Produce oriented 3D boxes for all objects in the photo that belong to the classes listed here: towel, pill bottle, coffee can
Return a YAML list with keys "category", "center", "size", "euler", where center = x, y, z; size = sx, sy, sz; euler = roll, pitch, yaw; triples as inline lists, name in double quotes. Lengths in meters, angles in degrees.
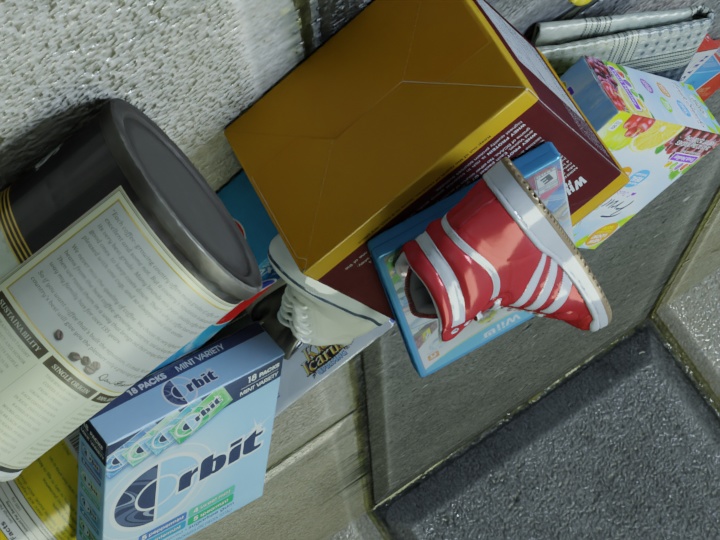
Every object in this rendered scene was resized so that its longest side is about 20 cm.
- category: "towel"
  center: [0.190, -0.155, 1.552]
  size: [0.199, 0.035, 0.193]
  euler: [-13, 152, -21]
- category: "pill bottle"
  center: [-0.280, 0.188, 1.520]
  size: [0.199, 0.113, 0.112]
  euler: [-34, 166, -4]
- category: "coffee can"
  center: [-0.182, 0.013, 1.090]
  size: [0.200, 0.147, 0.146]
  euler: [-37, 166, 8]

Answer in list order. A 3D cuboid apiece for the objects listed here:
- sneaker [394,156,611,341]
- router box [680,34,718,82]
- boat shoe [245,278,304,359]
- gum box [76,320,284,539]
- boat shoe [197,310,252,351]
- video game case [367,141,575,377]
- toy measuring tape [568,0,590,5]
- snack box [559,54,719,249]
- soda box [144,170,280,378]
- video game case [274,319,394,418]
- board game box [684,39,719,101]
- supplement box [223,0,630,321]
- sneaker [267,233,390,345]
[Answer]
- category: "sneaker"
  center: [0.095, 0.010, 1.197]
  size: [0.112, 0.071, 0.200]
  euler: [-38, 143, 4]
- category: "router box"
  center: [0.225, -0.160, 1.697]
  size: [0.179, 0.049, 0.200]
  euler: [-17, 157, -52]
- category: "boat shoe"
  center: [0.000, 0.000, 1.459]
  size: [0.199, 0.057, 0.067]
  euler: [-34, 166, -4]
- category: "gum box"
  center: [-0.150, 0.151, 1.453]
  size: [0.169, 0.045, 0.201]
  euler: [-26, 147, -29]
- category: "boat shoe"
  center: [-0.157, 0.059, 1.479]
  size: [0.199, 0.062, 0.073]
  euler: [-26, -176, -27]
- category: "video game case"
  center: [0.086, -0.002, 1.263]
  size: [0.142, 0.018, 0.200]
  euler: [-29, 151, -4]
- category: "toy measuring tape"
  center: [0.196, -0.255, 1.268]
  size: [0.073, 0.074, 0.200]
  euler: [-24, 162, -39]
- category: "snack box"
  center: [0.197, -0.096, 1.531]
  size: [0.169, 0.068, 0.199]
  euler: [-42, 153, 27]
- category: "soda box"
  center: [-0.115, 0.000, 1.373]
  size: [0.200, 0.068, 0.064]
  euler: [-40, 165, 19]
- category: "video game case"
  center: [-0.043, 0.055, 1.624]
  size: [0.181, 0.045, 0.200]
  euler: [-40, -169, 15]
- category: "board game box"
  center: [0.292, -0.162, 1.870]
  size: [0.200, 0.040, 0.153]
  euler: [-44, 164, 30]
- category: "supplement box"
  center: [0.051, -0.080, 1.265]
  size: [0.197, 0.133, 0.200]
  euler: [-39, 150, 14]
- category: "sneaker"
  center: [-0.029, 0.023, 1.334]
  size: [0.071, 0.073, 0.200]
  euler: [-44, 157, 6]
